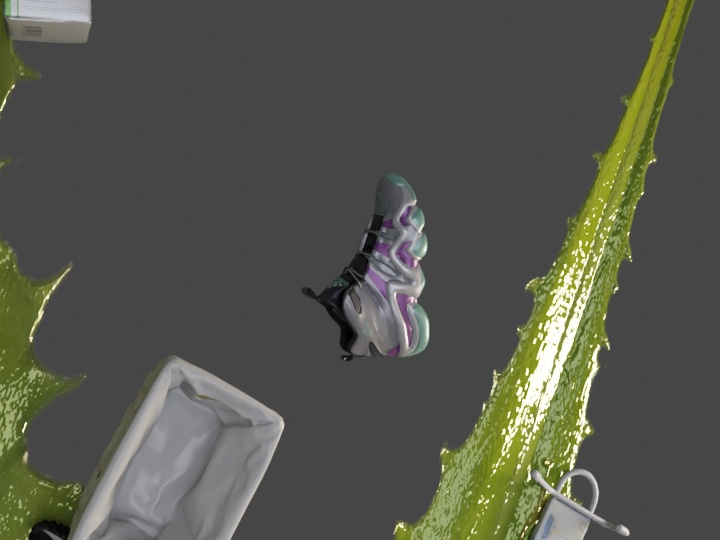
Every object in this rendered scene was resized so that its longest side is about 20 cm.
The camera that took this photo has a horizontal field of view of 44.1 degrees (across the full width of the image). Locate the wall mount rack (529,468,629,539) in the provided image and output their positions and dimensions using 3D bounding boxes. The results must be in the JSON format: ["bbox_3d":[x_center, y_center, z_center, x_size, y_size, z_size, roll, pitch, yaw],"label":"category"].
[{"bbox_3d":[0.224,0.323,1.051,0.172,0.074,0.203,32,79,-18],"label":"wall mount rack"}]

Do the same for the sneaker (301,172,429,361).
[{"bbox_3d":[0.000,0.000,0.960,0.137,0.077,0.205,-7,92,-22],"label":"sneaker"}]

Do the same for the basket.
[{"bbox_3d":[-0.184,0.197,0.865,0.134,0.123,0.203,31,79,-18],"label":"basket"}]

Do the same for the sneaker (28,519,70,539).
[{"bbox_3d":[-0.265,0.336,0.862,0.090,0.070,0.201,-44,107,-18],"label":"sneaker"}]

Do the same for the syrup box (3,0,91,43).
[{"bbox_3d":[-0.298,-0.328,0.841,0.080,0.079,0.205,-2,91,-21],"label":"syrup box"}]
